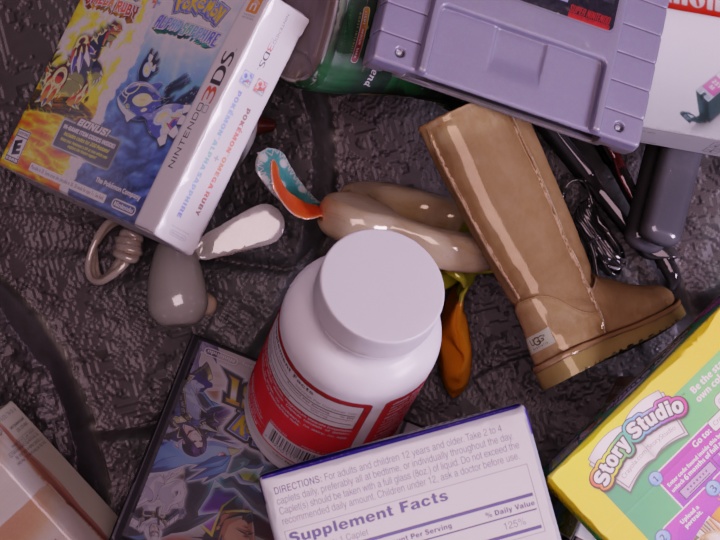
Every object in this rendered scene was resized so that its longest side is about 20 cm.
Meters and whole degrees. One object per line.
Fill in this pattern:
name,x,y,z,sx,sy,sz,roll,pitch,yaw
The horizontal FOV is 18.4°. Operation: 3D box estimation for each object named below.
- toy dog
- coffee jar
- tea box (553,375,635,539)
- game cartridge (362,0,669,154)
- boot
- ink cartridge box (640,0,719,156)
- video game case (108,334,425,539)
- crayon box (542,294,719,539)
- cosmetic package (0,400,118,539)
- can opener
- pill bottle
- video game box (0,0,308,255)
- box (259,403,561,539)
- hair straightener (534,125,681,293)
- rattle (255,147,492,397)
toy dog,-0.106,-0.057,1.600,0.096,0.132,0.201,19,91,-41
coffee jar,0.039,-0.167,1.576,0.199,0.085,0.105,6,103,-35
tea box,0.241,0.204,1.591,0.199,0.134,0.198,26,86,-2
game cartridge,0.110,-0.170,1.513,0.199,0.038,0.130,17,80,-14
boot,0.140,-0.032,1.567,0.066,0.175,0.201,-28,85,35
ink cartridge box,0.232,-0.175,1.588,0.199,0.044,0.175,9,78,-12
video game case,-0.058,0.158,1.583,0.199,0.026,0.181,22,56,-3
crayon box,0.250,0.132,1.500,0.200,0.058,0.173,-43,88,-4
cosmetic package,-0.226,0.205,1.570,0.103,0.087,0.200,-44,91,15
can opener,0.251,-0.104,1.630,0.067,0.053,0.201,20,75,-14
pill bottle,-0.009,0.057,1.521,0.112,0.200,0.113,7,60,-12
video game box,-0.148,-0.124,1.557,0.047,0.199,0.183,33,82,-44
box,0.046,0.208,1.474,0.183,0.105,0.201,-15,86,1
hair straightener,0.171,-0.048,1.649,0.077,0.041,0.201,-30,95,-4
rattle,0.000,0.000,1.584,0.199,0.130,0.143,4,126,-35
